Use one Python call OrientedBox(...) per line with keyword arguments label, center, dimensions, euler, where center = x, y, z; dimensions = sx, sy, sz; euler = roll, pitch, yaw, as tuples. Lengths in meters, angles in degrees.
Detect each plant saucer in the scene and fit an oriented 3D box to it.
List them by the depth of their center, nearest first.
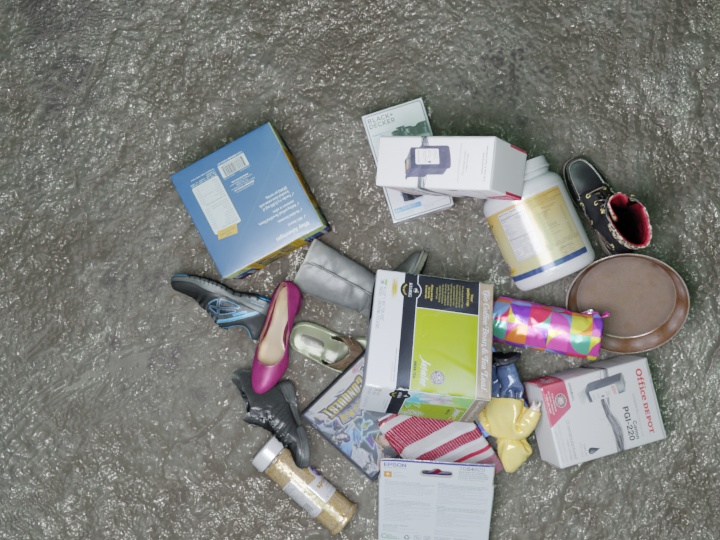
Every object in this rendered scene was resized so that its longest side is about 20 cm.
OrientedBox(label="plant saucer", center=(0.456, 0.053, 1.293), dimensions=(0.200, 0.035, 0.201), euler=(7, 121, 12))

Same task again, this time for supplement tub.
OrientedBox(label="supplement tub", center=(0.298, -0.081, 1.288), dimensions=(0.144, 0.144, 0.200), euler=(-24, 87, 4))

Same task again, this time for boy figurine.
OrientedBox(label="boy figurine", center=(0.255, 0.241, 1.275), dimensions=(0.124, 0.064, 0.200), euler=(-11, 91, 40))

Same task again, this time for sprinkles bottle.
OrientedBox(label="sprinkles bottle", center=(-0.101, 0.385, 1.354), dimensions=(0.200, 0.068, 0.068), euler=(41, 93, 3))

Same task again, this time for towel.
OrientedBox(label="towel", center=(0.140, 0.304, 1.308), dimensions=(0.144, 0.023, 0.200), euler=(-32, 108, 14))

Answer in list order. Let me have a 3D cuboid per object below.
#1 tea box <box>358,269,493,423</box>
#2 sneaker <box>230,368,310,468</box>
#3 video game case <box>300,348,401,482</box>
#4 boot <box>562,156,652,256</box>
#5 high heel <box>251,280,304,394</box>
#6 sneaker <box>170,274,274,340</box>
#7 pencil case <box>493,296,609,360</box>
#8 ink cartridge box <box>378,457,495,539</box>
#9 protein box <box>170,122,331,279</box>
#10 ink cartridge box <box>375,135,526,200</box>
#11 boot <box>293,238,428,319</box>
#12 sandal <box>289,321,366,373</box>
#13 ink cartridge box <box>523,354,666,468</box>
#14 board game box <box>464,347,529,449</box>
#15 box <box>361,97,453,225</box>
OrientedBox(label="tea box", center=(0.106, 0.124, 1.218), dimensions=(0.196, 0.134, 0.200), euler=(8, 63, -1))
OrientedBox(label="sneaker", center=(-0.160, 0.264, 1.335), dimensions=(0.104, 0.060, 0.200), euler=(-6, 57, -20))
OrientedBox(label="video game case", center=(0.024, 0.252, 1.333), dimensions=(0.181, 0.026, 0.200), euler=(43, 107, -4))
OrientedBox(label="boot", center=(0.418, -0.112, 1.275), dimensions=(0.073, 0.151, 0.200), euler=(-25, 87, 4))
OrientedBox(label="high heel", center=(-0.157, 0.115, 1.319), dimensions=(0.067, 0.096, 0.200), euler=(12, 75, 16))
OrientedBox(label="sneaker", center=(-0.257, 0.063, 1.366), dimensions=(0.200, 0.073, 0.082), euler=(20, 91, 5))
OrientedBox(label="pencil case", center=(0.317, 0.096, 1.288), dimensions=(0.200, 0.088, 0.089), euler=(8, 90, 10))
OrientedBox(label="ink cartridge box", center=(0.130, 0.399, 1.312), dimensions=(0.199, 0.041, 0.200), euler=(3, 116, 4))
OrientedBox(label="protein box", center=(-0.188, -0.116, 1.331), dimensions=(0.198, 0.135, 0.200), euler=(-28, 87, 3))
OrientedBox(label="ink cartridge box", center=(0.145, -0.164, 1.206), dimensions=(0.200, 0.145, 0.085), euler=(7, 92, 31))
OrientedBox(label="boot", center=(0.000, -0.001, 1.355), dimensions=(0.200, 0.073, 0.182), euler=(32, 91, 9))
OrientedBox(label="sandal", center=(-0.038, 0.149, 1.355), dimensions=(0.201, 0.057, 0.080), euler=(15, 89, 6))
OrientedBox(label="ink cartridge box", center=(0.401, 0.239, 1.288), dimensions=(0.200, 0.085, 0.146), euler=(-14, 89, -10))
OrientedBox(label="board game box", center=(0.194, 0.195, 1.344), dimensions=(0.134, 0.045, 0.200), euler=(-30, 88, 3))
OrientedBox(label="box", center=(0.083, -0.193, 1.348), dimensions=(0.116, 0.060, 0.200), euler=(-16, 88, 4))
